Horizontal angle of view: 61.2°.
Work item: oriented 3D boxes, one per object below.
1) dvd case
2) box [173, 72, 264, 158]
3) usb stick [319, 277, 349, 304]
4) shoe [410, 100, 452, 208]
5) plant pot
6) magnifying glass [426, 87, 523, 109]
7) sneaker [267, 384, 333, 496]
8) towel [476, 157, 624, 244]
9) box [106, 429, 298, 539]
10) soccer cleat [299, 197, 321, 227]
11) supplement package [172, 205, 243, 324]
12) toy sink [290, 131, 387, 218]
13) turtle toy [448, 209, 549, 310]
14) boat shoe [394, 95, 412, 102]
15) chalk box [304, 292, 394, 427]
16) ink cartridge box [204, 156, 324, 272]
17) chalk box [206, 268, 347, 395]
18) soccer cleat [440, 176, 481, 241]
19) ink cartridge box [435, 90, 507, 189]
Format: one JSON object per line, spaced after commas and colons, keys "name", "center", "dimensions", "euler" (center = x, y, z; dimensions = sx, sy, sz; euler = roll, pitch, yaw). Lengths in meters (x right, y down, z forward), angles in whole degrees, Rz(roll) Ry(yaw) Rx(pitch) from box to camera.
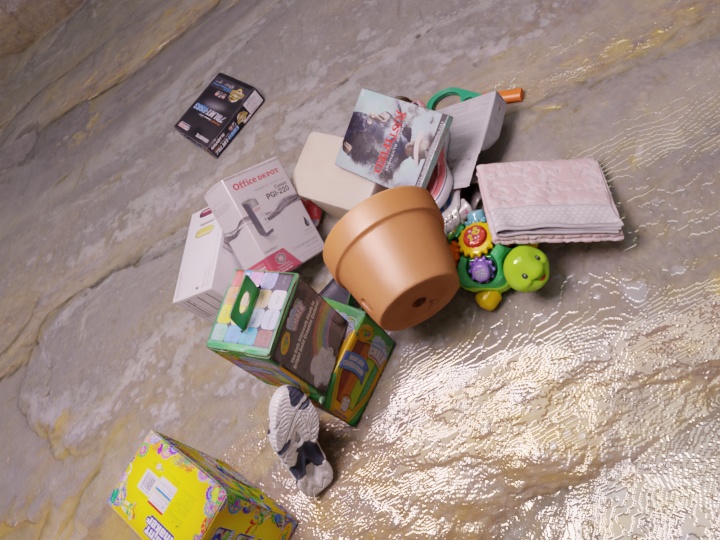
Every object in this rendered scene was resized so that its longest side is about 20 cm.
{"name": "dvd case", "center": [0.051, -0.219, 1.043], "dimensions": [0.198, 0.022, 0.149], "euler": [29, 102, 35]}
{"name": "box", "center": [-0.372, -0.410, 1.588], "dimensions": [0.199, 0.050, 0.199], "euler": [-50, 49, -6]}
{"name": "usb stick", "center": [0.000, 0.000, 1.058], "dimensions": [0.055, 0.033, 0.200], "euler": [43, 105, 1]}
{"name": "shoe", "center": [0.108, -0.201, 1.056], "dimensions": [0.071, 0.091, 0.204], "euler": [-23, 47, 36]}
{"name": "plant pot", "center": [0.058, -0.006, 0.917], "dimensions": [0.198, 0.200, 0.142], "euler": [-34, 61, 8]}
{"name": "magnifying glass", "center": [0.221, -0.332, 1.198], "dimensions": [0.196, 0.022, 0.081], "euler": [-1, 61, 33]}
{"name": "sneaker", "center": [-0.112, 0.239, 0.943], "dimensions": [0.079, 0.202, 0.129], "euler": [-33, 35, -18]}
{"name": "towel", "center": [0.288, -0.113, 0.943], "dimensions": [0.195, 0.033, 0.193], "euler": [-2, 42, 4]}
{"name": "box", "center": [-0.235, 0.366, 0.925], "dimensions": [0.198, 0.193, 0.123], "euler": [20, 72, 38]}
{"name": "soccer cleat", "center": [-0.168, -0.116, 1.272], "dimensions": [0.196, 0.067, 0.078], "euler": [8, 70, 32]}
{"name": "supplement package", "center": [-0.254, -0.007, 1.184], "dimensions": [0.109, 0.155, 0.204], "euler": [-19, 53, 31]}
{"name": "toy sink", "center": [-0.019, -0.169, 1.169], "dimensions": [0.197, 0.112, 0.133], "euler": [19, 83, 35]}
{"name": "turtle toy", "center": [0.210, -0.022, 0.955], "dimensions": [0.199, 0.101, 0.147], "euler": [31, 80, 40]}
{"name": "boat shoe", "center": [0.070, -0.278, 1.189], "dimensions": [0.073, 0.077, 0.200], "euler": [28, 41, 11]}
{"name": "chalk box", "center": [-0.033, 0.126, 0.997], "dimensions": [0.122, 0.125, 0.203], "euler": [16, 72, 37]}
{"name": "ink cartridge box", "center": [-0.175, -0.090, 1.134], "dimensions": [0.145, 0.203, 0.084], "euler": [-33, 5, -42]}
{"name": "chalk box", "center": [-0.127, 0.080, 0.869], "dimensions": [0.122, 0.200, 0.127], "euler": [4, 63, 33]}
{"name": "soccer cleat", "center": [0.145, -0.084, 1.046], "dimensions": [0.202, 0.070, 0.086], "euler": [-55, 29, -11]}
{"name": "ink cartridge box", "center": [0.172, -0.217, 1.113], "dimensions": [0.161, 0.057, 0.204], "euler": [-5, 63, 48]}
